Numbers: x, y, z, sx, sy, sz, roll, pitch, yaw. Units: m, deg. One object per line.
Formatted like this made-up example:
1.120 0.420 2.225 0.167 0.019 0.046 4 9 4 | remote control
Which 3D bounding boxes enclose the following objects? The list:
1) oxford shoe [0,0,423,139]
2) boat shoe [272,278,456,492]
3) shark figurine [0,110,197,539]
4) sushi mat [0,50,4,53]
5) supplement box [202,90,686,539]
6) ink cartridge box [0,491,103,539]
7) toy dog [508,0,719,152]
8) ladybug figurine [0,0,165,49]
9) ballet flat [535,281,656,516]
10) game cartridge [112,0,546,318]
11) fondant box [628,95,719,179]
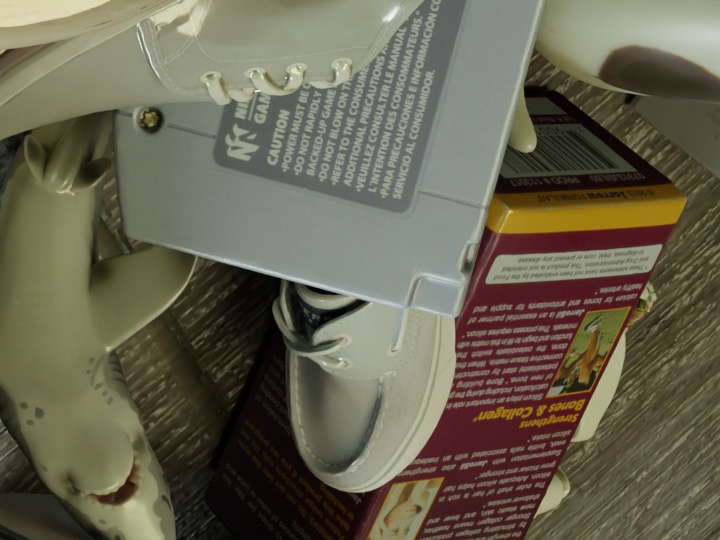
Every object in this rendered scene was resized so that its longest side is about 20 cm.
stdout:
-0.032 -0.075 0.831 0.200 0.058 0.075 -25 -173 4 | oxford shoe
0.000 0.000 1.002 0.068 0.072 0.200 -27 142 -49 | boat shoe
-0.092 -0.020 0.959 0.090 0.128 0.215 111 -3 -81 | shark figurine
-0.090 -0.130 0.883 0.200 0.012 0.096 -52 145 7 | sushi mat
0.031 0.033 1.113 0.110 0.086 0.200 -4 127 -44 | supplement box
-0.150 0.149 0.891 0.200 0.084 0.145 12 101 -60 | ink cartridge box
0.146 -0.100 1.002 0.194 0.200 0.140 -44 145 -6 | toy dog
-0.119 -0.120 0.763 0.200 0.136 0.072 3 166 -19 | ladybug figurine
0.070 0.065 1.207 0.076 0.064 0.200 -10 132 -43 | ballet flat
-0.006 -0.095 0.879 0.042 0.133 0.200 -62 168 -74 | game cartridge
0.227 -0.036 1.204 0.200 0.144 0.058 18 109 -53 | fondant box
